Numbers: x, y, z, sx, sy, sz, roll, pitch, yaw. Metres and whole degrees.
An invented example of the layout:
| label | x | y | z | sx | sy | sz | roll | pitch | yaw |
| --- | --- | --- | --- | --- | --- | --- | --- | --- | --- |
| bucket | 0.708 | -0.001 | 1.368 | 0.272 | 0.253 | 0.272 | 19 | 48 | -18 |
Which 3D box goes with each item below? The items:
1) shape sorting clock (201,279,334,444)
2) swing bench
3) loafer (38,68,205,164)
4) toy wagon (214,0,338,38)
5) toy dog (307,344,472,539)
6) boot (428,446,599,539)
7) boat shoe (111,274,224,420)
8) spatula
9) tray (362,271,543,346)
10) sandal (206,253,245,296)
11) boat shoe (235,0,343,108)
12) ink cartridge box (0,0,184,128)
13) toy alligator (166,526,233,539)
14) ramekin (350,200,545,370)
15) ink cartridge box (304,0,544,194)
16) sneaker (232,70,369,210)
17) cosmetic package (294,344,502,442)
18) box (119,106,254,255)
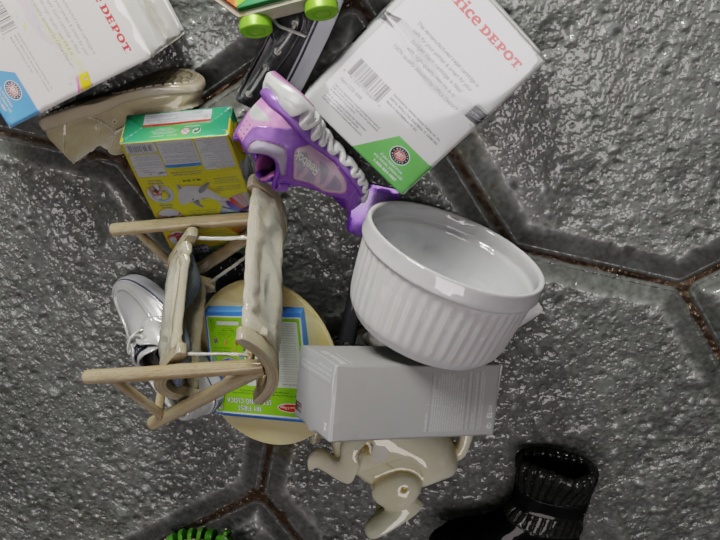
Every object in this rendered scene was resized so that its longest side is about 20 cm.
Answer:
| label | x | y | z | sx | sy | sz | roll | pitch | yaw |
| --- | --- | --- | --- | --- | --- | --- | --- | --- | --- |
| shape sorting clock | -0.111 | 0.107 | 1.021 | 0.199 | 0.039 | 0.201 | 5 | 101 | 28 |
| swing bench | -0.161 | 0.036 | 0.918 | 0.199 | 0.200 | 0.130 | -15 | 141 | 20 |
| loafer | -0.251 | -0.166 | 0.951 | 0.199 | 0.076 | 0.069 | -10 | 115 | 21 |
| toy wagon | -0.055 | -0.313 | 0.827 | 0.199 | 0.040 | 0.156 | -9 | 81 | 19 |
| toy dog | 0.017 | 0.189 | 1.052 | 0.194 | 0.140 | 0.200 | -31 | 105 | 24 |
| boot | 0.192 | 0.304 | 1.118 | 0.210 | 0.080 | 0.158 | -4 | 122 | -4 |
| boat shoe | -0.239 | 0.088 | 1.030 | 0.200 | 0.065 | 0.074 | 48 | 120 | 15 |
| spatula | 0.000 | 0.000 | 1.011 | 0.056 | 0.021 | 0.201 | 12 | 96 | 0 |
| tray | 0.109 | 0.067 | 1.050 | 0.200 | 0.022 | 0.107 | -36 | 108 | 20 |
| sandal | -0.116 | 0.069 | 1.064 | 0.075 | 0.048 | 0.201 | -20 | 99 | 20 |
| boat shoe | -0.071 | -0.250 | 0.890 | 0.068 | 0.074 | 0.200 | 19 | 126 | -19 |
| ink cartridge box | -0.283 | -0.254 | 0.880 | 0.199 | 0.125 | 0.129 | -21 | 112 | 14 |
| toy alligator | -0.202 | 0.382 | 1.214 | 0.199 | 0.059 | 0.055 | -8 | 74 | 10 |
| ramekin | 0.084 | 0.018 | 0.929 | 0.199 | 0.200 | 0.105 | 20 | 114 | -4 |
| ink cartridge box | 0.065 | -0.202 | 0.892 | 0.146 | 0.084 | 0.200 | 43 | 112 | -14 |
| sneaker | -0.064 | -0.114 | 0.907 | 0.088 | 0.080 | 0.200 | -47 | 142 | -2 |
| cosmetic package | 0.039 | 0.129 | 0.943 | 0.199 | 0.107 | 0.091 | 6 | 95 | -27 |
| box | -0.172 | -0.088 | 0.957 | 0.117 | 0.049 | 0.200 | -3 | 142 | 6 |
